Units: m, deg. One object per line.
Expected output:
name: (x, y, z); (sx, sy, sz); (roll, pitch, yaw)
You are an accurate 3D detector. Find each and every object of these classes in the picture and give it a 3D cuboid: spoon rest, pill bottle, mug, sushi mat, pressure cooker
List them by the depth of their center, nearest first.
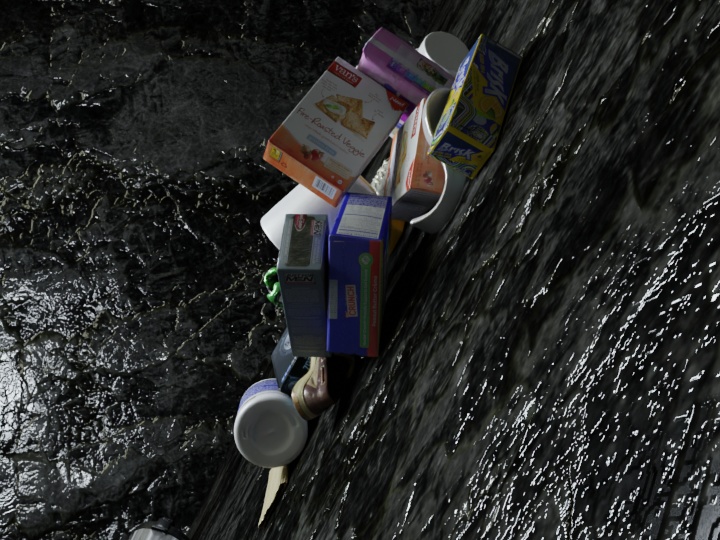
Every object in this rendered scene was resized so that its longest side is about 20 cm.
spoon rest: (0.115, -0.151, 1.262); (0.061, 0.099, 0.200); (-11, 63, 52)
mug: (-0.052, -0.093, 1.508); (0.153, 0.149, 0.187); (-49, 5, 13)
pill bottle: (-0.149, 0.248, 1.593); (0.120, 0.120, 0.200); (-63, 6, 3)
sushi mat: (-0.140, 0.349, 1.593); (0.096, 0.012, 0.200); (-63, 6, 12)
pill bottle: (0.118, -0.336, 1.733); (0.200, 0.120, 0.120); (-56, 9, 53)
pressure cooker: (-0.548, 0.773, 2.543); (0.176, 0.179, 0.200); (-25, 30, 38)

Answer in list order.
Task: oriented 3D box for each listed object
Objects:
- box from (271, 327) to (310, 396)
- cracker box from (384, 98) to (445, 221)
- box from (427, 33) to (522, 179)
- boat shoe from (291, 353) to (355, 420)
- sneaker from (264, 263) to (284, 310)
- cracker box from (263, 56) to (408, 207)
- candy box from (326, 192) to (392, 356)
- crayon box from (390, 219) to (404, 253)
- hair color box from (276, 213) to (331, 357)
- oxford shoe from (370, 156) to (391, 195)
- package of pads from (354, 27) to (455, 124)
box: (-0.078, 0.096, 1.576); (0.200, 0.043, 0.160); (-60, 16, 10)
cracker box: (0.085, -0.159, 1.412); (0.200, 0.058, 0.134); (143, 137, -76)
box: (0.153, -0.219, 1.240); (0.064, 0.070, 0.200); (-53, 12, 49)
boat shoe: (-0.035, 0.145, 1.390); (0.072, 0.072, 0.200); (-26, 13, 26)
sneaker: (-0.117, 0.005, 1.606); (0.078, 0.085, 0.200); (-58, 16, 18)
cracker box: (-0.036, -0.211, 1.426); (0.200, 0.134, 0.058); (-56, -1, -29)
candy box: (0.000, 0.000, 1.316); (0.200, 0.077, 0.169); (-74, -13, -67)
crayon box: (0.033, -0.058, 1.680); (0.126, 0.052, 0.200); (-61, 6, 28)
hair color box: (-0.071, 0.024, 1.306); (0.200, 0.061, 0.099); (87, -174, -50)
oxford shoe: (0.049, -0.157, 1.629); (0.200, 0.058, 0.075); (-43, 18, -2)
package of pads: (0.082, -0.283, 1.491); (0.076, 0.200, 0.121); (-57, 4, -17)
